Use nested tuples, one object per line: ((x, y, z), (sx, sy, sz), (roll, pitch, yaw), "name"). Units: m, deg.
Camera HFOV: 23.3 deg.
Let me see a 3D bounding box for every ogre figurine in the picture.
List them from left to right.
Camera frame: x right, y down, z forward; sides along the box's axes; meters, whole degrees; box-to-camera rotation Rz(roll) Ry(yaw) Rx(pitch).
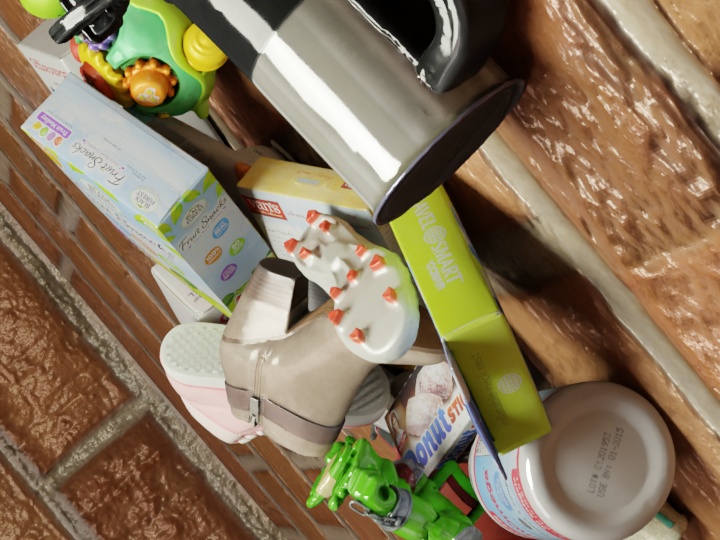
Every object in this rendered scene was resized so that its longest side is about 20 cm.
((0.032, 0.181, 1.352), (0.120, 0.098, 0.200), (32, 157, -5), "ogre figurine")

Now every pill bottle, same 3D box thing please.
((0.141, 0.139, 1.248), (0.109, 0.109, 0.200), (49, 167, -1), "pill bottle")

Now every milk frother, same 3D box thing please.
((-0.038, -0.115, 0.943), (0.188, 0.200, 0.181), (46, 162, 9), "milk frother")

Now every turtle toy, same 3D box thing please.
((-0.193, -0.196, 1.406), (0.200, 0.101, 0.146), (50, 166, -2), "turtle toy")

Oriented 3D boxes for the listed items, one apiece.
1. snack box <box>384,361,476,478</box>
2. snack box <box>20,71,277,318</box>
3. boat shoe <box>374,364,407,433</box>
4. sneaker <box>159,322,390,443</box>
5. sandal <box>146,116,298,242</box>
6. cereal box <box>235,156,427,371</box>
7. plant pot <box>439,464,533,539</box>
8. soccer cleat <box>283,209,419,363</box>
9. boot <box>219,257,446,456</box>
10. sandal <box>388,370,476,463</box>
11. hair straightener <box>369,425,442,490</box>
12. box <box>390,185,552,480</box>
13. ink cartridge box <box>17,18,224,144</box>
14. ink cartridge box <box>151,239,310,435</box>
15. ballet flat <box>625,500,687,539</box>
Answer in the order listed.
((0.066, 0.104, 1.372), (0.072, 0.024, 0.200), (66, 156, 21), "snack box")
((-0.161, -0.053, 1.415), (0.169, 0.068, 0.200), (35, 168, 30), "snack box")
((0.030, 0.113, 1.618), (0.200, 0.068, 0.072), (32, 173, -29), "boat shoe")
((-0.068, 0.105, 1.485), (0.200, 0.076, 0.105), (11, 146, 12), "sneaker")
((-0.090, -0.085, 1.471), (0.206, 0.059, 0.079), (34, 146, 7), "sandal")
((0.000, 0.000, 1.393), (0.144, 0.040, 0.200), (13, 144, 40), "cereal box")
((0.140, 0.290, 1.517), (0.200, 0.176, 0.200), (56, 165, -24), "plant pot")
((0.008, 0.015, 1.243), (0.078, 0.069, 0.200), (36, -173, -29), "soccer cleat")
((-0.023, 0.080, 1.360), (0.200, 0.070, 0.147), (24, 121, 28), "boot")
((0.079, 0.113, 1.488), (0.200, 0.082, 0.055), (-142, 38, -63), "sandal")
((0.060, 0.192, 1.743), (0.077, 0.041, 0.200), (32, 176, -23), "hair straightener")
((0.069, 0.027, 1.156), (0.200, 0.048, 0.122), (-111, -5, -49), "box")
((-0.216, -0.152, 1.633), (0.200, 0.084, 0.144), (57, 165, -25), "ink cartridge box")
((-0.084, 0.033, 1.590), (0.084, 0.145, 0.200), (40, 163, 36), "ink cartridge box")
((0.221, 0.229, 1.341), (0.062, 0.067, 0.200), (32, 161, 23), "ballet flat")
